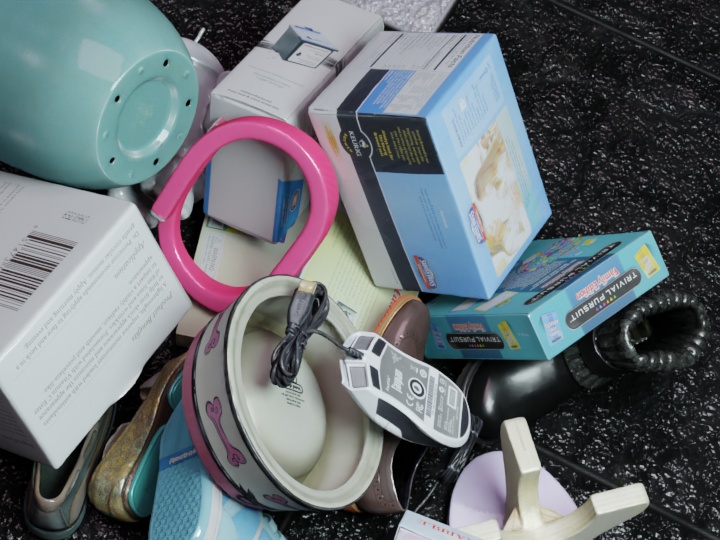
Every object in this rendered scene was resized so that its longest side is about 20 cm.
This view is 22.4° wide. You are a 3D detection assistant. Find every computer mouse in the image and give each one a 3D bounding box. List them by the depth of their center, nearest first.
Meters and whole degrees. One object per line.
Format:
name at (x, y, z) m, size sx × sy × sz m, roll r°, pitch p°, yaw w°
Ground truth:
computer mouse at (0.009, 0.094, 1.514) m, size 0.199 × 0.044 × 0.110 m, roll 35°, pitch 40°, yaw -23°
computer mouse at (0.056, 0.214, 1.561) m, size 0.034 × 0.059 × 0.201 m, roll 35°, pitch 78°, yaw -14°

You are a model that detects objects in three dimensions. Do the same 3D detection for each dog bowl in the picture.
dog bowl at (-0.069, 0.110, 1.513) m, size 0.199 × 0.073 × 0.202 m, roll 30°, pitch 50°, yaw -42°

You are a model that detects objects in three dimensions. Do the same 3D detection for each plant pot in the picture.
plant pot at (-0.239, -0.162, 1.578) m, size 0.160 × 0.202 × 0.201 m, roll 30°, pitch 59°, yaw 29°

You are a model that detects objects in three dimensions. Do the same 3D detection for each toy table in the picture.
toy table at (0.146, 0.229, 1.545) m, size 0.183 × 0.117 × 0.201 m, roll -22°, pitch 65°, yaw -18°

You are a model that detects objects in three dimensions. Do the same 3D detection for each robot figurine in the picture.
robot figurine at (-0.187, -0.140, 1.730) m, size 0.168 × 0.113 × 0.202 m, roll -12°, pitch 54°, yaw 27°

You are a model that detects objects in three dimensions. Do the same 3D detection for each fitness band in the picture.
fitness band at (-0.104, -0.050, 1.613) m, size 0.143 × 0.200 × 0.037 m, roll 40°, pitch 31°, yaw 2°

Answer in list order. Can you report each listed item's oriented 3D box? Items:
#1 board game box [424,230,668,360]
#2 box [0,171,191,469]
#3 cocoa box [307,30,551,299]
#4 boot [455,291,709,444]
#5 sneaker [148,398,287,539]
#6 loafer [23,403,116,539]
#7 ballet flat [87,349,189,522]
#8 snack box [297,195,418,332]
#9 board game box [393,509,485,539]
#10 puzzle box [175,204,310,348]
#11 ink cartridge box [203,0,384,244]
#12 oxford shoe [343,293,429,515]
board game box at (0.155, 0.024, 1.623) m, size 0.150 × 0.199 × 0.047 m, roll -32°, pitch 104°, yaw -26°
box at (-0.290, 0.037, 1.558) m, size 0.199 × 0.131 × 0.199 m, roll 13°, pitch 52°, yaw 38°
cocoa box at (0.066, -0.094, 1.609) m, size 0.130 × 0.201 × 0.134 m, roll 6°, pitch 43°, yaw 36°
boot at (0.193, 0.083, 1.606) m, size 0.211 × 0.157 × 0.080 m, roll -38°, pitch 110°, yaw -25°
sneaker at (-0.109, 0.191, 1.549) m, size 0.079 × 0.131 × 0.201 m, roll -18°, pitch 43°, yaw 33°
loafer at (-0.253, 0.133, 1.587) m, size 0.071 × 0.063 × 0.202 m, roll 6°, pitch 59°, yaw -3°
ballet flat at (-0.178, 0.133, 1.601) m, size 0.070 × 0.071 × 0.201 m, roll 24°, pitch 58°, yaw 8°
snack box at (0.000, 0.000, 1.688) m, size 0.116 × 0.037 × 0.201 m, roll 32°, pitch 57°, yaw -15°
board game box at (0.094, 0.320, 1.453) m, size 0.198 × 0.201 × 0.041 m, roll 21°, pitch 15°, yaw 6°
puzzle box at (-0.090, -0.007, 1.713) m, size 0.132 × 0.026 × 0.201 m, roll 11°, pitch 58°, yaw 1°
ink cartridge box at (-0.062, -0.146, 1.701) m, size 0.085 × 0.147 × 0.200 m, roll 21°, pitch 43°, yaw 14°
oxford shoe at (0.039, 0.119, 1.599) m, size 0.072 × 0.071 × 0.202 m, roll 4°, pitch 74°, yaw 35°
